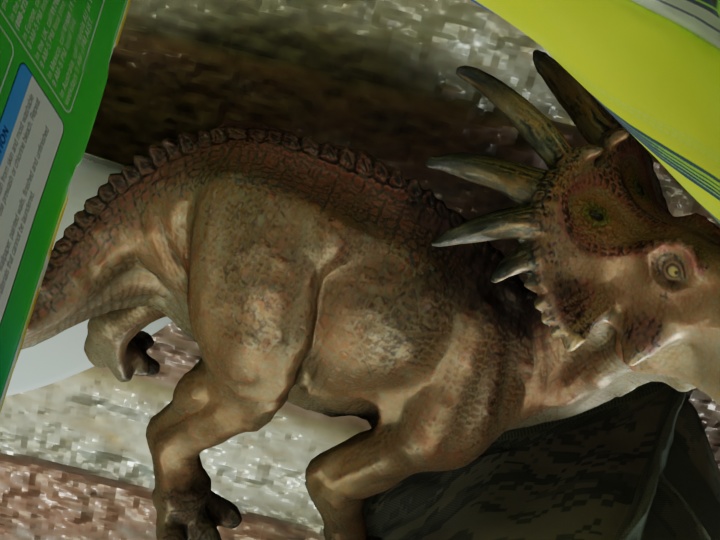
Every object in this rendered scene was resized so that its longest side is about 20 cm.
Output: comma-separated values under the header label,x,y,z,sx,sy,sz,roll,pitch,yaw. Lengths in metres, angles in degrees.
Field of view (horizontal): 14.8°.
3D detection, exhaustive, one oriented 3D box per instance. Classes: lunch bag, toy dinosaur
label,x,y,z,sx,sy,sz,roll,pitch,yaw
lunch bag,0.051,0.143,0.712,0.117,0.200,0.165,-16,107,22
toy dinosaur,0.000,0.000,0.667,0.199,0.086,0.136,12,131,-10

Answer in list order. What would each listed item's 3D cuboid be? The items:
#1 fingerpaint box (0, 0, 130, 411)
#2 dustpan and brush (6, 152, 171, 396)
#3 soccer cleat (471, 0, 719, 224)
label,x,y,z,sx,sy,sz,roll,pitch,yaw
fingerpaint box,-0.141,-0.043,0.580,0.166,0.201,0.073,-8,136,24
dustpan and brush,-0.127,0.004,0.760,0.139,0.057,0.200,17,136,-25
soccer cleat,0.065,-0.057,0.583,0.200,0.065,0.084,52,153,-6
